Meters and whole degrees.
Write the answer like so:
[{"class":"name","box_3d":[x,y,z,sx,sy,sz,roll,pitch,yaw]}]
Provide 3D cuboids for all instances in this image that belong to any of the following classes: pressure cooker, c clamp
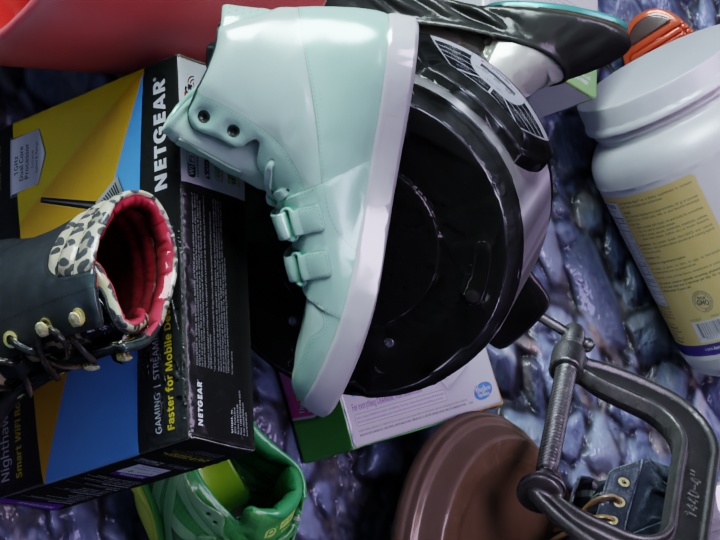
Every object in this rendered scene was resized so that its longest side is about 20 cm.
[{"class":"pressure cooker","box_3d":[0.013,-0.037,1.615,0.200,0.178,0.177,-49,139,-73]},{"class":"c clamp","box_3d":[0.136,0.101,1.780,0.170,0.027,0.200,24,35,-11]}]

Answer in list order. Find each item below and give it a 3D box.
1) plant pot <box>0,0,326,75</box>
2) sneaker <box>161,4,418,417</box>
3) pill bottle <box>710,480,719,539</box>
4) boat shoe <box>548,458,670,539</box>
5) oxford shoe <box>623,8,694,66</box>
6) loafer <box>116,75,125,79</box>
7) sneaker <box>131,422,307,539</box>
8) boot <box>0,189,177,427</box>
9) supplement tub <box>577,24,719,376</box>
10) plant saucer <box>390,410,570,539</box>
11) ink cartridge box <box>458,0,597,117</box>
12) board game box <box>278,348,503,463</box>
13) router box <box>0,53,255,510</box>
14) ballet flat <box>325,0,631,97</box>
[{"class":"plant pot","box_3d":[-0.117,-0.185,1.548,0.177,0.200,0.202,14,65,-37]},{"class":"sneaker","box_3d":[-0.043,-0.033,1.479,0.074,0.117,0.202,-105,-157,-85]},{"class":"pill bottle","box_3d":[0.235,0.235,1.900,0.111,0.111,0.201,-8,82,-51]},{"class":"boat shoe","box_3d":[0.136,0.163,1.777,0.200,0.071,0.091,2,74,-57]},{"class":"oxford shoe","box_3d":[0.243,-0.096,2.096,0.201,0.071,0.073,59,11,-11]},{"class":"loafer","box_3d":[-0.115,-0.032,1.632,0.072,0.073,0.201,10,69,-6]},{"class":"sneaker","box_3d":[-0.067,0.139,1.579,0.074,0.083,0.201,-47,126,-40]},{"class":"boot","box_3d":[-0.175,0.053,1.438,0.073,0.153,0.204,44,46,-30]},{"class":"supplement tub","box_3d":[0.241,-0.047,1.995,0.145,0.145,0.201,-42,108,-50]},{"class":"plant saucer","box_3d":[0.080,0.183,1.767,0.200,0.029,0.201,7,81,-57]},{"class":"ink cartridge box","box_3d":[0.095,-0.212,1.944,0.117,0.067,0.201,26,57,-42]},{"class":"board game box","box_3d":[0.000,0.000,1.766,0.153,0.040,0.201,-11,85,-52]},{"class":"router box","box_3d":[-0.124,0.009,1.523,0.051,0.149,0.201,17,63,-45]},{"class":"ballet flat","box_3d":[0.062,-0.134,1.816,0.068,0.199,0.069,95,7,-72]}]
